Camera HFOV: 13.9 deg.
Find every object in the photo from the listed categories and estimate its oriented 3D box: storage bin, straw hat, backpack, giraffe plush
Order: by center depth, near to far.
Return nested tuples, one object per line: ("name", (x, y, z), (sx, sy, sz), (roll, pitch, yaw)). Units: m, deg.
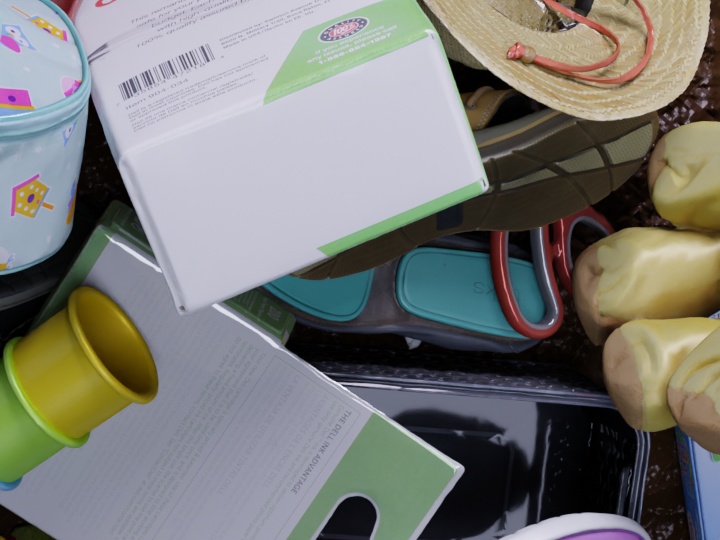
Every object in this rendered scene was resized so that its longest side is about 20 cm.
("backpack", (-0.212, -0.078, 1.256), (0.199, 0.176, 0.154), (9, 113, -19))
("straw hat", (0.061, -0.143, 1.363), (0.200, 0.202, 0.085), (27, 145, -20))
("giraffe plush", (0.224, 0.014, 1.388), (0.200, 0.173, 0.162), (-43, 131, 20))
("storage bin", (0.029, 0.113, 1.446), (0.199, 0.094, 0.136), (5, 97, -14))

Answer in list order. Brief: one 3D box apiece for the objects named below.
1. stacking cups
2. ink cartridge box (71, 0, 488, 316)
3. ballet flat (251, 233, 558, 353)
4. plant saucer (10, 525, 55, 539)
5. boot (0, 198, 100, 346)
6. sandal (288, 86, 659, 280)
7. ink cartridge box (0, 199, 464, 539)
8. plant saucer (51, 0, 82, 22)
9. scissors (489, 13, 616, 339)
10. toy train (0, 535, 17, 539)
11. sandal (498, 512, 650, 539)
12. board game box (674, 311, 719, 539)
("stacking cups", (-0.186, 0.081, 1.327), (0.199, 0.061, 0.061), (-32, 114, 19))
("ink cartridge box", (-0.042, -0.079, 1.314), (0.145, 0.200, 0.084), (-22, 116, -2))
("ballet flat", (0.000, 0.000, 1.420), (0.199, 0.073, 0.073), (15, 107, -27))
("plant saucer", (-0.097, 0.240, 1.509), (0.198, 0.048, 0.201), (8, 109, -14))
("boot", (-0.213, 0.053, 1.402), (0.203, 0.073, 0.154), (-26, 143, -30))
("sandal", (0.046, -0.051, 1.367), (0.199, 0.054, 0.081), (-17, 150, -14))
("ink cartridge box", (-0.070, 0.083, 1.361), (0.199, 0.048, 0.146), (33, 108, -5))
("plant saucer", (-0.214, -0.169, 1.333), (0.199, 0.037, 0.201), (20, 106, -18))
("scissors", (0.083, -0.069, 1.412), (0.073, 0.014, 0.201), (-16, 102, -23))
("toy train", (-0.162, 0.187, 1.427), (0.199, 0.056, 0.151), (15, 124, 25))
("sandal", (0.054, 0.170, 1.362), (0.202, 0.050, 0.083), (-15, 134, -25))
("board game box", (0.239, 0.088, 1.523), (0.150, 0.037, 0.201), (-13, 111, -7))
